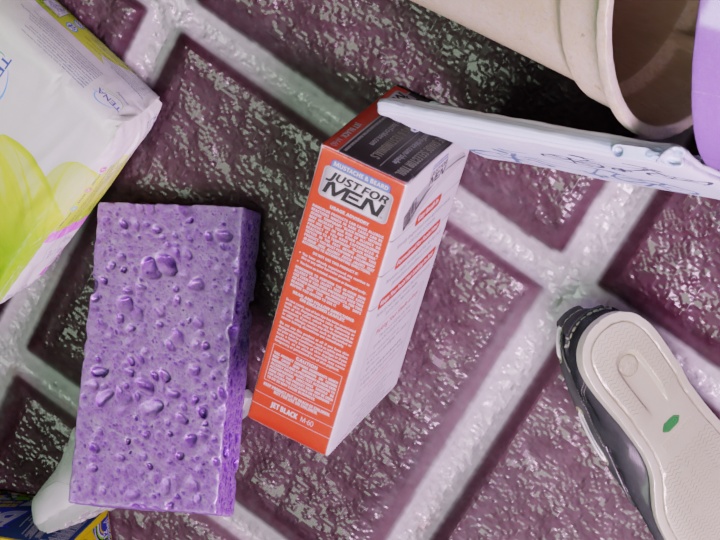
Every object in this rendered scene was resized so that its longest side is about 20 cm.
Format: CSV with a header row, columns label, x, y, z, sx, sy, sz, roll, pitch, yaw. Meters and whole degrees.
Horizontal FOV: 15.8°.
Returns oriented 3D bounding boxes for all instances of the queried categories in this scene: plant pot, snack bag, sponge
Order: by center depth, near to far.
label,x,y,z,sx,sy,sz,roll,pitch,yaw
plant pot,0.110,-0.192,1.420,0.183,0.200,0.201,20,121,31
snack bag,0.120,-0.070,1.461,0.188,0.200,0.021,12,90,23
sponge,-0.127,0.057,1.683,0.111,0.030,0.200,3,85,26

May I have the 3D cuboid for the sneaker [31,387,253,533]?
label,x,y,z,sx,sy,sz,roll,pitch,yaw
sneaker,-0.157,0.108,1.757,0.200,0.076,0.081,-37,85,27

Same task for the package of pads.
label,x,y,z,sx,sy,sz,roll,pitch,yaw
package of pads,-0.237,-0.086,1.703,0.154,0.068,0.200,42,125,4

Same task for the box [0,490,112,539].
label,x,y,z,sx,sy,sz,roll,pitch,yaw
box,-0.277,0.199,1.858,0.200,0.064,0.070,7,115,25

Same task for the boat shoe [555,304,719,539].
label,x,y,z,sx,sy,sz,roll,pitch,yaw
boat shoe,0.182,0.108,1.593,0.200,0.072,0.068,60,160,-16

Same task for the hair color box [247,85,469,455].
label,x,y,z,sx,sy,sz,roll,pitch,yaw
hair color box,0.000,0.000,1.596,0.064,0.111,0.200,26,121,14

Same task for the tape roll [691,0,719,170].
label,x,y,z,sx,sy,sz,roll,pitch,yaw
tape roll,0.234,-0.145,1.355,0.066,0.200,0.200,14,118,21
